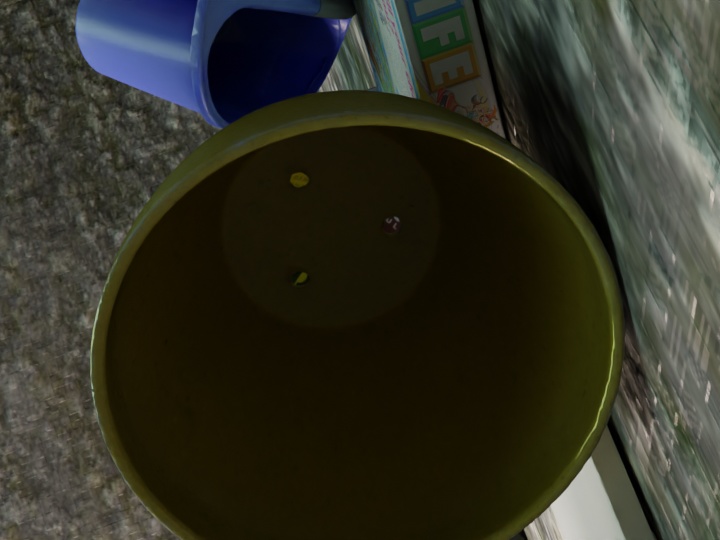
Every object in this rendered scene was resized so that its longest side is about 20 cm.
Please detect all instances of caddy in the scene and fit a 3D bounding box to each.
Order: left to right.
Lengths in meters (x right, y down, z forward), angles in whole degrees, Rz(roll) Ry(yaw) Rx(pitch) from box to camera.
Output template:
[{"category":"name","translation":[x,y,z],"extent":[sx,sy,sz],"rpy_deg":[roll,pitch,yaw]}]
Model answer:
[{"category":"caddy","translation":[-0.054,-0.147,0.799],"extent":[0.200,0.105,0.142],"rpy_deg":[-23,-48,-70]}]

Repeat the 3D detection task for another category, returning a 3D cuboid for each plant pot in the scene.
[{"category":"plant pot","translation":[-0.007,0.006,0.648],"extent":[0.142,0.199,0.200],"rpy_deg":[-105,-3,-64]}]

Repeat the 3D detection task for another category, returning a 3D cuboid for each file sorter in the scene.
[{"category":"file sorter","translation":[0.062,0.127,0.787],"extent":[0.200,0.124,0.139],"rpy_deg":[80,170,-73]}]

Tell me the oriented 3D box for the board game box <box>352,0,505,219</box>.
[{"category":"board game box","translation":[0.017,-0.139,0.716],"extent":[0.135,0.034,0.200],"rpy_deg":[-114,5,-55]}]

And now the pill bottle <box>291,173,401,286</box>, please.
[{"category":"pill bottle","translation":[-0.024,0.009,0.814],"extent":[0.109,0.200,0.109],"rpy_deg":[27,155,14]}]

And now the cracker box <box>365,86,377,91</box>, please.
[{"category":"cracker box","translation":[0.000,0.000,0.944],"extent":[0.058,0.134,0.201],"rpy_deg":[-163,54,-87]}]

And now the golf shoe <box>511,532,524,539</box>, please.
[{"category":"golf shoe","translation":[0.068,0.180,1.244],"extent":[0.078,0.094,0.201],"rpy_deg":[120,131,-87]}]
